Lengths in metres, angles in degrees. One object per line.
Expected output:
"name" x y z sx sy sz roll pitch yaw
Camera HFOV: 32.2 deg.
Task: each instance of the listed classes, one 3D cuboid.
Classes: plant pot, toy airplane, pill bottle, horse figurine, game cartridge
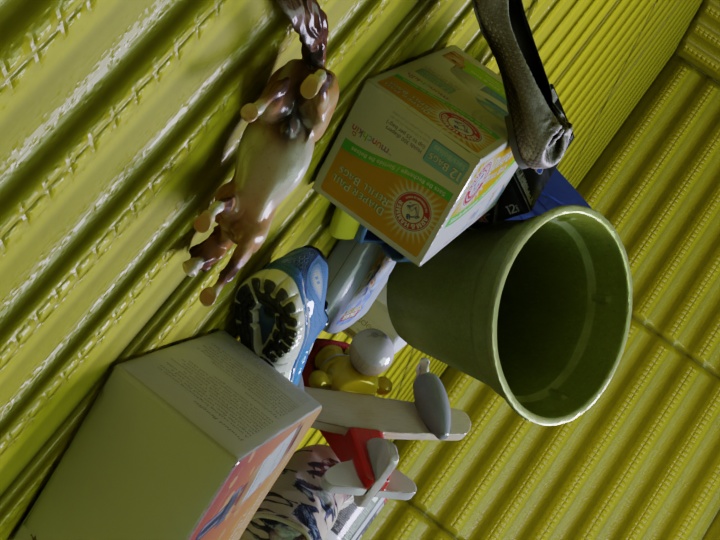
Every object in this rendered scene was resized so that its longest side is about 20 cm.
"plant pot" 0.129 0.029 1.205 0.198 0.183 0.204 -9 104 -40
"toy airplane" -0.003 0.128 1.204 0.200 0.197 0.143 -23 137 -66
"pill bottle" -0.043 0.474 2.389 0.201 0.115 0.116 -51 170 -19
"horse figurine" -0.055 -0.067 0.718 0.133 0.049 0.202 -66 -178 -74
"game cartridge" 0.000 0.000 1.273 0.134 0.041 0.200 -61 169 10

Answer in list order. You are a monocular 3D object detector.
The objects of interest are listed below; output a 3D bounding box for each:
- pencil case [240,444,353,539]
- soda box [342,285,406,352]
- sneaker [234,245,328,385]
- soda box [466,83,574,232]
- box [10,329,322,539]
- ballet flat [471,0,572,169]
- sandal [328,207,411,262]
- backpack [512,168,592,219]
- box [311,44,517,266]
"pencil case" -0.057 0.233 1.197 0.078 0.089 0.200 -56 177 17
"soda box" 0.047 0.049 1.557 0.064 0.068 0.200 -58 170 18
"sneaker" -0.063 0.057 1.031 0.089 0.078 0.201 -43 165 -40
"soda box" 0.146 -0.112 1.206 0.070 0.064 0.200 -18 -163 29
"box" -0.132 0.145 0.902 0.153 0.106 0.200 -57 170 12
"ballet flat" 0.121 -0.171 0.938 0.067 0.046 0.203 -49 128 -54
"sandal" 0.047 -0.063 1.144 0.200 0.086 0.080 -46 165 -51
"backpack" 0.152 -0.043 1.529 0.167 0.163 0.200 -26 164 -52
"box" 0.062 -0.100 1.017 0.102 0.112 0.200 -60 168 27
